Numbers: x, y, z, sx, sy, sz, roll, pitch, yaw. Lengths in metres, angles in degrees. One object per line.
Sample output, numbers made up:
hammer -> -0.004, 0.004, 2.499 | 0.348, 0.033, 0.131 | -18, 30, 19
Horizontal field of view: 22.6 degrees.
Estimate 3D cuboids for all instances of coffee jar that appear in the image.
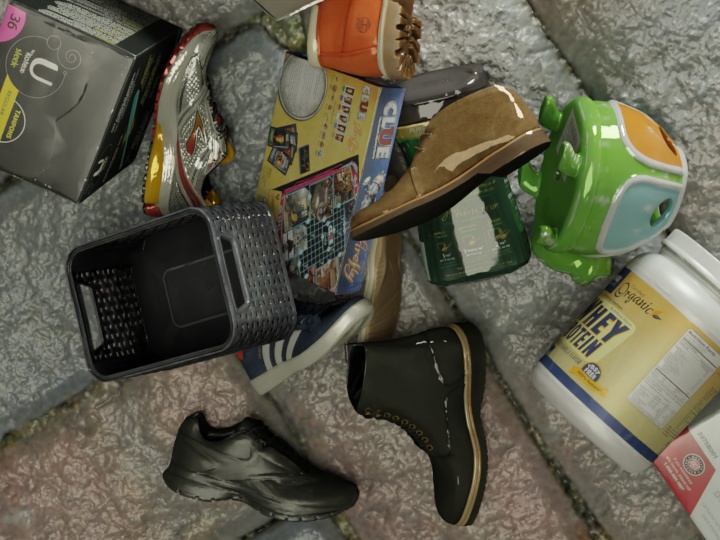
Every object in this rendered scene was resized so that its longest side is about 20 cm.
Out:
coffee jar -> 0.092, -0.092, 1.700 | 0.104, 0.085, 0.200 | -11, 104, 10

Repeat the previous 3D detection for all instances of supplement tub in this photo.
supplement tub -> 0.273, 0.074, 1.682 | 0.144, 0.144, 0.200 | 42, 93, -5

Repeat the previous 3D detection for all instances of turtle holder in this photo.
turtle holder -> 0.223, -0.066, 1.665 | 0.132, 0.141, 0.186 | 7, 102, -11

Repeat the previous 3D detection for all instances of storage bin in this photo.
storage bin -> -0.172, 0.021, 1.710 | 0.200, 0.094, 0.135 | -16, 86, 38

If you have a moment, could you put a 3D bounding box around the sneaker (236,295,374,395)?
sneaker -> -0.065, 0.052, 1.730 | 0.200, 0.075, 0.085 | -34, 88, 49

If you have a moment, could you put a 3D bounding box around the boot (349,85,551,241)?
boot -> 0.069, -0.095, 1.631 | 0.200, 0.074, 0.075 | -31, 81, 9

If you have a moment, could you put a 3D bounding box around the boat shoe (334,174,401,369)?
boat shoe -> 0.000, 0.000, 1.749 | 0.065, 0.072, 0.200 | 12, 112, 23

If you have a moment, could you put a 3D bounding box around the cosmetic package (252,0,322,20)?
cosmetic package -> -0.076, -0.341, 1.612 | 0.103, 0.087, 0.200 | -22, 73, 12

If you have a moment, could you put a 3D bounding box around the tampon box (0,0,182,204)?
tampon box -> -0.266, -0.171, 1.665 | 0.126, 0.200, 0.150 | 24, 106, 0

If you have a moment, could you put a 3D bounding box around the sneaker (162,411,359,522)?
sneaker -> -0.097, 0.197, 1.811 | 0.200, 0.076, 0.091 | 12, 99, 2

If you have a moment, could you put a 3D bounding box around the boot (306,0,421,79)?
boot -> 0.003, -0.275, 1.652 | 0.107, 0.075, 0.200 | 3, 78, 24

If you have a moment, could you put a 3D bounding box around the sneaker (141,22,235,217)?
sneaker -> -0.156, -0.143, 1.731 | 0.082, 0.078, 0.200 | 10, 115, 0

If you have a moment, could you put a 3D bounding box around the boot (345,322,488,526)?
boot -> 0.047, 0.154, 1.748 | 0.138, 0.077, 0.200 | -4, 94, -27

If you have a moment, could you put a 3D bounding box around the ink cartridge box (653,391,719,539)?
ink cartridge box -> 0.397, 0.168, 1.732 | 0.200, 0.083, 0.146 | -34, 98, 15

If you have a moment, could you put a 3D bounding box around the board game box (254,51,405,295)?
board game box -> -0.036, -0.093, 1.699 | 0.135, 0.035, 0.200 | 26, 109, 41
